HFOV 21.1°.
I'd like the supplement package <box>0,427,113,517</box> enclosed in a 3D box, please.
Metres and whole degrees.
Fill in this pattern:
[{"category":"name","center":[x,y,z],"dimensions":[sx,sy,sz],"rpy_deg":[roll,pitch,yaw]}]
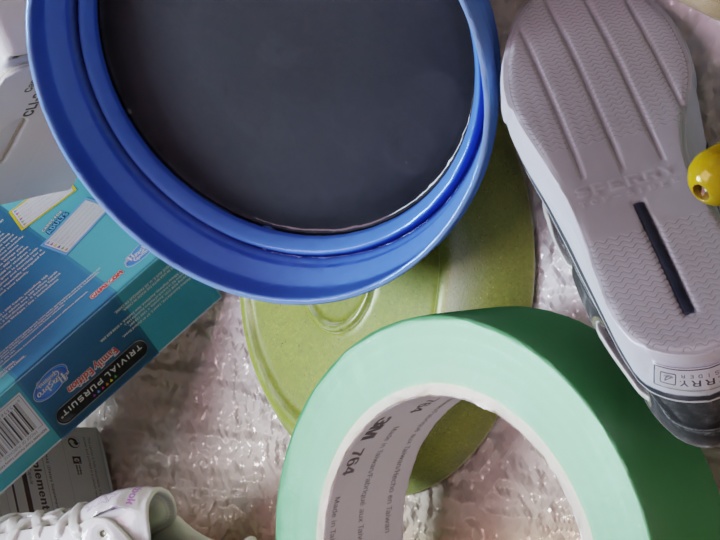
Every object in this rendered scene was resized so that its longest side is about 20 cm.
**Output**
[{"category":"supplement package","center":[-0.219,0.199,1.072],"dimensions":[0.200,0.111,0.156],"rpy_deg":[-44,54,44]}]

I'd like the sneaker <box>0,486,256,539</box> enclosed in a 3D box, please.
[{"category":"sneaker","center":[-0.137,0.136,0.934],"dimensions":[0.200,0.075,0.100],"rpy_deg":[15,110,8]}]

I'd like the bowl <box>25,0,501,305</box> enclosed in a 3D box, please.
[{"category":"bowl","center":[-0.037,-0.084,0.771],"dimensions":[0.200,0.039,0.201],"rpy_deg":[11,121,19]}]

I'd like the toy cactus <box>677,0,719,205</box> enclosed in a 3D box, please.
[{"category":"toy cactus","center":[0.141,-0.098,0.639],"dimensions":[0.165,0.102,0.200],"rpy_deg":[24,116,61]}]

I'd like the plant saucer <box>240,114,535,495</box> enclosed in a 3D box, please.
[{"category":"plant saucer","center":[0.000,0.000,0.859],"dimensions":[0.200,0.031,0.200],"rpy_deg":[-5,84,54]}]

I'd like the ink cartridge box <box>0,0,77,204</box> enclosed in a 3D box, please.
[{"category":"ink cartridge box","center":[-0.192,-0.149,0.957],"dimensions":[0.144,0.084,0.200],"rpy_deg":[-48,60,51]}]

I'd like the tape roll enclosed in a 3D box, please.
[{"category":"tape roll","center":[0.050,0.115,0.745],"dimensions":[0.200,0.048,0.201],"rpy_deg":[5,97,45]}]

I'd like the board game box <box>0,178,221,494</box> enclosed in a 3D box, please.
[{"category":"board game box","center":[-0.186,0.015,1.020],"dimensions":[0.151,0.047,0.200],"rpy_deg":[-42,38,-14]}]

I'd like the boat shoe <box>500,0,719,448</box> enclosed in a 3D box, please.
[{"category":"boat shoe","center":[0.093,-0.022,0.699],"dimensions":[0.071,0.072,0.200],"rpy_deg":[80,-179,-49]}]
